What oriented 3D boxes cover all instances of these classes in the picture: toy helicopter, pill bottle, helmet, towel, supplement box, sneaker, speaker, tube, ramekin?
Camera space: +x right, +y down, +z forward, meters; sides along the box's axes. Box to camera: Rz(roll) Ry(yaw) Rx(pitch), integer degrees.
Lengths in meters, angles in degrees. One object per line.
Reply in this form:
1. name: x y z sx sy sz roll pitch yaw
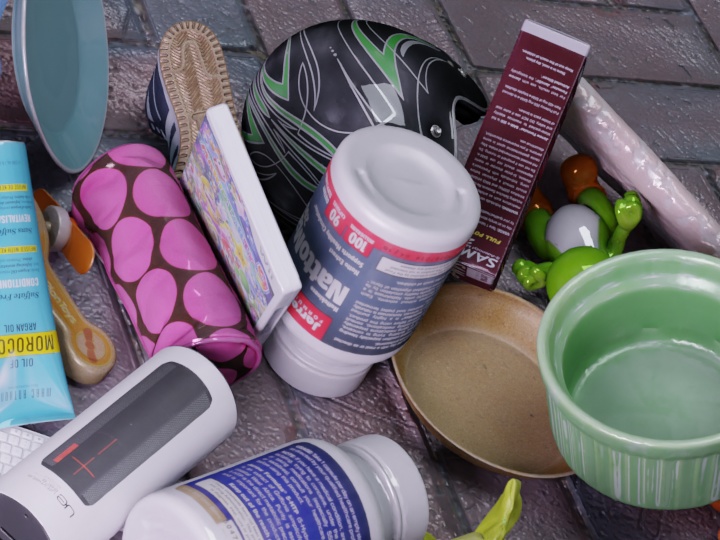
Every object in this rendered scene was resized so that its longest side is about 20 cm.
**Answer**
1. toy helicopter: -0.244 -0.002 1.664 0.201 0.079 0.132 53 35 10
2. pill bottle: 0.000 0.000 1.692 0.119 0.201 0.120 16 41 -15
3. helmet: -0.002 -0.108 1.815 0.200 0.201 0.191 38 26 10
4. towel: 0.238 -0.086 1.950 0.200 0.032 0.191 46 -1 -1
5. supplement box: 0.120 -0.090 1.796 0.060 0.109 0.201 22 84 5
6. sneaker: -0.133 -0.092 1.815 0.069 0.108 0.202 -6 82 -13
7. speaker: -0.174 0.135 1.530 0.081 0.081 0.200 40 46 12
8. tube: -0.251 0.011 1.583 0.077 0.050 0.202 -6 85 -27
9. ramekin: 0.235 0.088 1.721 0.198 0.098 0.201 -3 46 3
10. pill bottle: -0.053 0.183 1.531 0.199 0.120 0.120 -17 58 -39

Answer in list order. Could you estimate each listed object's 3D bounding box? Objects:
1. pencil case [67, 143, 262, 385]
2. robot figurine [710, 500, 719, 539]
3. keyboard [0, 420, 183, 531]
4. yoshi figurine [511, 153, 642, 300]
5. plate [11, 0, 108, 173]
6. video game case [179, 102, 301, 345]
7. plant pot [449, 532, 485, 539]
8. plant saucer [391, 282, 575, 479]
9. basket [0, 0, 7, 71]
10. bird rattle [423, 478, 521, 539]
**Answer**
1. pencil case: -0.152 0.005 1.687 0.093 0.091 0.201 -30 58 2
2. robot figurine: 0.359 0.171 1.798 0.199 0.117 0.144 35 40 5
3. keyboard: -0.177 0.157 1.571 0.198 0.011 0.057 20 41 -12
4. yoshi figurine: 0.184 -0.019 1.888 0.111 0.113 0.201 9 40 -24
5. plate: -0.241 -0.177 1.761 0.025 0.201 0.201 -1 39 13
6. video game case: -0.092 -0.028 1.648 0.018 0.200 0.144 -20 81 -15
7. plant pot: 0.026 0.260 1.400 0.183 0.201 0.201 -24 61 -22
8. plant saucer: 0.108 0.096 1.788 0.199 0.036 0.201 17 42 -16
9. basket: -0.360 -0.181 1.690 0.175 0.140 0.201 1 57 11
10. bird rattle: 0.107 0.255 1.579 0.162 0.113 0.201 30 40 -27
